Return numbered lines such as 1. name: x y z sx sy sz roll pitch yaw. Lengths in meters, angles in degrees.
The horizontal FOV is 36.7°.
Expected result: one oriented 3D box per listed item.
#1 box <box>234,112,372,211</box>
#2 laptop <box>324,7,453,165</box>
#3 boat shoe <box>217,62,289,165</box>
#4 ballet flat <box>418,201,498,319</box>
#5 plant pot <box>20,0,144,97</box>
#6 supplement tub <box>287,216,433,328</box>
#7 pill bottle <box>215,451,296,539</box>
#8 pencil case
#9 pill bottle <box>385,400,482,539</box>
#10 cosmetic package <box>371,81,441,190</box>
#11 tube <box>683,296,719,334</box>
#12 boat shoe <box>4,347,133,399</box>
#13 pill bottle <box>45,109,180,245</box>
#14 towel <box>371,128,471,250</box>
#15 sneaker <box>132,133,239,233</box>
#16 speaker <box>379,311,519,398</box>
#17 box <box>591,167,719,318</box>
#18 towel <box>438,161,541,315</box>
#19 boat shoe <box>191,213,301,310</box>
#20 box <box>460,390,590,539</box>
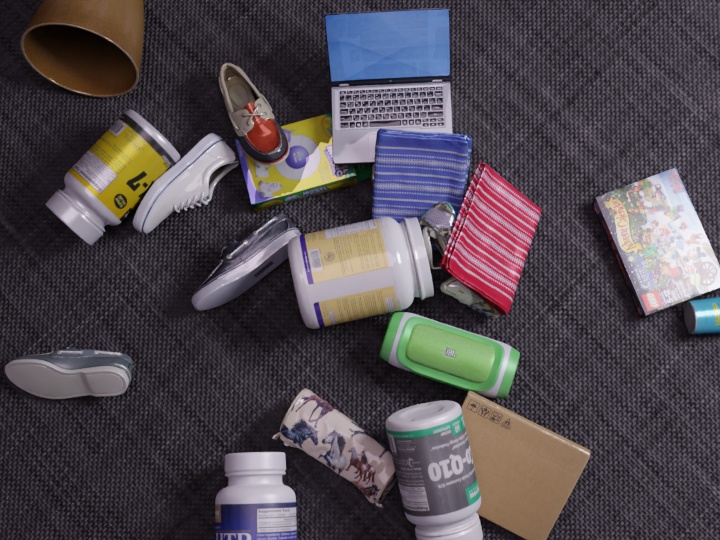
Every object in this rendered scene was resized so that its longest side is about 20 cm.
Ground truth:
1. box: -0.089 -0.177 1.725 0.200 0.048 0.118 -16 78 -2
2. laptop: 0.044 -0.273 1.630 0.187 0.116 0.201 -2 79 4
3. boat shoe: -0.171 -0.245 1.698 0.071 0.063 0.200 -24 55 -9
4. ballet flat: 0.142 -0.004 1.649 0.072 0.072 0.201 -27 99 -3
5. plant pot: -0.420 -0.413 1.732 0.186 0.186 0.200 9 65 4
6. supplement tub: 0.000 0.000 1.635 0.200 0.145 0.146 -12 78 -1
7. pill bottle: -0.152 0.368 1.579 0.119 0.120 0.200 -3 78 2
8. pencil case: -0.028 0.267 1.616 0.200 0.078 0.090 34 91 9
9. pill bottle: 0.110 0.297 1.557 0.113 0.113 0.200 -13 96 0
10. cosmetic package: 0.075 -0.226 1.715 0.103 0.073 0.201 3 80 3
11. tube: 0.597 0.063 1.652 0.199 0.050 0.078 -6 86 -4
12. boat shoe: -0.447 0.153 1.676 0.199 0.073 0.062 2 35 10
13. pill bottle: -0.388 -0.143 1.696 0.114 0.114 0.200 41 83 9
14. towel: 0.090 -0.120 1.656 0.144 0.024 0.200 4 119 3
15. sneaker: -0.273 -0.128 1.709 0.071 0.073 0.200 40 83 12
16. speaker: 0.134 0.127 1.635 0.200 0.088 0.089 18 80 6
17. box: 0.462 -0.043 1.679 0.136 0.038 0.200 -21 78 -2
18. towel: 0.202 -0.049 1.640 0.145 0.022 0.200 36 61 -26
19. boat shoe: -0.186 -0.016 1.684 0.200 0.072 0.068 -37 71 0
20. box: 0.214 0.294 1.604 0.200 0.021 0.164 26 102 6
